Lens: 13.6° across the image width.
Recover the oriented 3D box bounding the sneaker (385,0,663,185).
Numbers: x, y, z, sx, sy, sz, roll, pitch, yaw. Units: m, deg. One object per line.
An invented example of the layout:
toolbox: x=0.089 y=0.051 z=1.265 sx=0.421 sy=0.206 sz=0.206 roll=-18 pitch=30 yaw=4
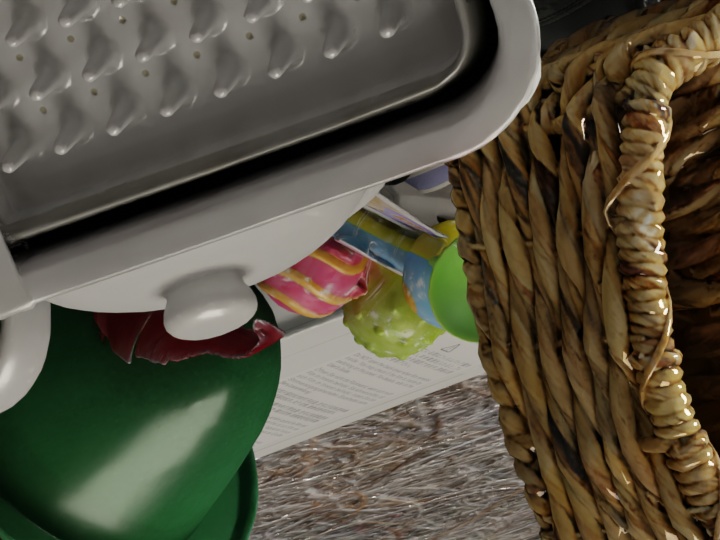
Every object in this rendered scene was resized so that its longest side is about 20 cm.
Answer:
sneaker: x=0.073 y=-0.077 z=0.948 sx=0.199 sy=0.091 sz=0.067 roll=-18 pitch=144 yaw=14

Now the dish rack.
dish rack: x=-0.068 y=-0.087 z=0.726 sx=0.199 sy=0.172 sz=0.044 roll=-18 pitch=-165 yaw=16

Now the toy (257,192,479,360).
toy: x=0.000 y=0.000 z=1.019 sx=0.115 sy=0.047 sz=0.200 roll=30 pitch=173 yaw=-21

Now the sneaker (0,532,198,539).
sneaker: x=-0.150 y=0.137 z=1.054 sx=0.199 sy=0.075 sz=0.090 roll=-2 pitch=138 yaw=-27

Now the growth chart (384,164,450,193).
growth chart: x=0.054 y=-0.069 z=1.058 sx=0.199 sy=0.018 sz=0.145 roll=-20 pitch=149 yaw=17

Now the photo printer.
photo printer: x=-0.027 y=0.020 z=1.232 sx=0.199 sy=0.070 sz=0.166 roll=-22 pitch=162 yaw=20

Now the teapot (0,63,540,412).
teapot: x=-0.061 y=-0.049 z=0.845 sx=0.197 sy=0.147 sz=0.200 roll=-13 pitch=165 yaw=-4

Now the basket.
basket: x=0.129 y=0.016 z=0.828 sx=0.149 sy=0.201 sz=0.143 roll=-14 pitch=-170 yaw=38

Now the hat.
hat: x=-0.047 y=0.005 z=1.018 sx=0.165 sy=0.200 sz=0.176 roll=19 pitch=133 yaw=-39
